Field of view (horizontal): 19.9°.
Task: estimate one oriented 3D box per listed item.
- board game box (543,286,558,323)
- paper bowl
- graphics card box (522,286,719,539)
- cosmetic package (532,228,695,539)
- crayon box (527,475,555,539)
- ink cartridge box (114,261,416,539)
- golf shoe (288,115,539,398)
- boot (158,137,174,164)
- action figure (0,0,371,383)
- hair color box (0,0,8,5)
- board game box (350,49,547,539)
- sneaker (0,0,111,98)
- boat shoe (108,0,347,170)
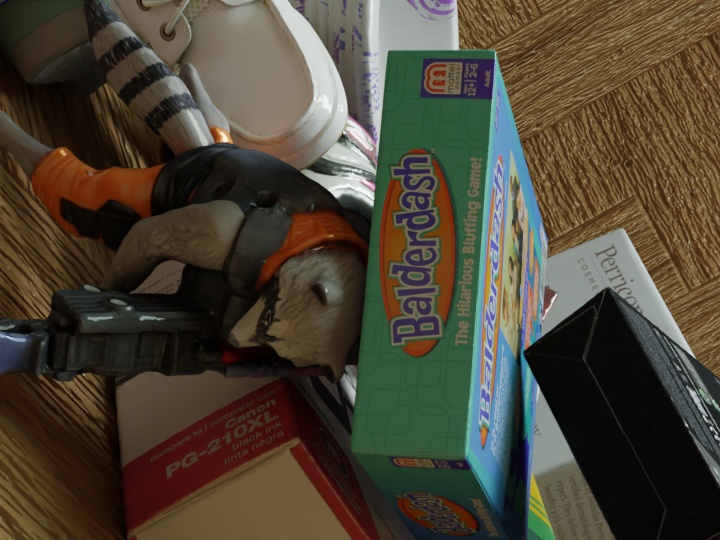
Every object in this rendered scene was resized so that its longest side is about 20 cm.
[{"bbox_3d":[0.000,0.000,1.103,0.199,0.020,0.103,28,45,7],"label":"board game box"},{"bbox_3d":[-0.017,-0.110,1.048,0.200,0.103,0.203,2,90,-74],"label":"paper bowl"},{"bbox_3d":[0.155,0.101,0.844,0.200,0.051,0.126,36,23,-47],"label":"graphics card box"},{"bbox_3d":[0.125,0.113,1.356,0.167,0.198,0.168,69,-1,-46],"label":"cosmetic package"},{"bbox_3d":[0.068,0.177,1.153,0.200,0.051,0.127,-106,-158,-61],"label":"crayon box"},{"bbox_3d":[-0.037,0.086,0.893,0.145,0.084,0.200,57,8,-29],"label":"ink cartridge box"},{"bbox_3d":[0.018,0.017,0.949,0.200,0.072,0.092,45,18,-29],"label":"golf shoe"},{"bbox_3d":[-0.074,-0.075,1.252,0.071,0.202,0.144,39,40,20],"label":"boot"},{"bbox_3d":[-0.074,-0.020,0.773,0.199,0.105,0.193,-5,31,-46],"label":"action figure"},{"bbox_3d":[-0.200,-0.178,0.847,0.110,0.064,0.200,62,6,8],"label":"hair color box"},{"bbox_3d":[0.040,0.023,0.810,0.200,0.045,0.154,63,31,-68],"label":"board game box"},{"bbox_3d":[-0.152,-0.156,1.042,0.119,0.073,0.200,60,7,2],"label":"sneaker"},{"bbox_3d":[-0.079,-0.124,0.908,0.200,0.071,0.069,50,-2,30],"label":"boat shoe"}]
